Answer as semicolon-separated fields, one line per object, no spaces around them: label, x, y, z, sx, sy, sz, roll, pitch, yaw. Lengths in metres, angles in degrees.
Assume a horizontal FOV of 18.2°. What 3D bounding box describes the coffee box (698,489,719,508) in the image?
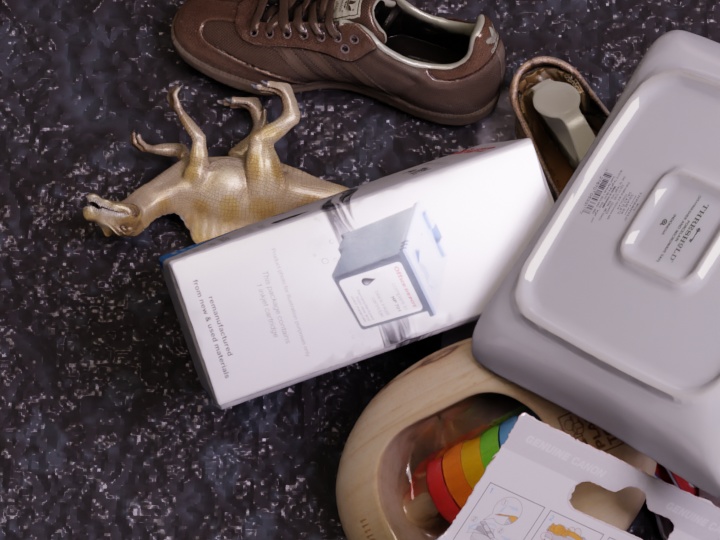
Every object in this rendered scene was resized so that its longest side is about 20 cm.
coffee box;0.302;0.042;1.123;0.199;0.200;0.198;15;63;-13

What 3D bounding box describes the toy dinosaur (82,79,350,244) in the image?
toy dinosaur;-0.061;-0.055;1.301;0.199;0.058;0.101;-1;83;-9

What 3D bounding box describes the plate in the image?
plate;0.157;-0.014;1.063;0.200;0.032;0.200;29;85;47

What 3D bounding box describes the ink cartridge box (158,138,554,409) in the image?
ink cartridge box;0.000;0.000;1.205;0.200;0.146;0.086;-21;94;-7

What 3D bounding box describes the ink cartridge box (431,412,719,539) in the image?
ink cartridge box;0.079;0.172;1.097;0.161;0.050;0.200;26;100;-27

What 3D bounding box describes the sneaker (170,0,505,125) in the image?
sneaker;-0.012;-0.143;1.312;0.199;0.076;0.071;11;56;4

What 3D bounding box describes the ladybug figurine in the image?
ladybug figurine;0.078;0.100;1.170;0.200;0.072;0.136;-25;86;34

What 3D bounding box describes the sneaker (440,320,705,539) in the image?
sneaker;0.138;0.085;1.213;0.199;0.071;0.113;7;63;3

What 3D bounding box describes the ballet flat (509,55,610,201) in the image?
ballet flat;0.130;-0.050;1.238;0.068;0.067;0.200;-28;45;-5
